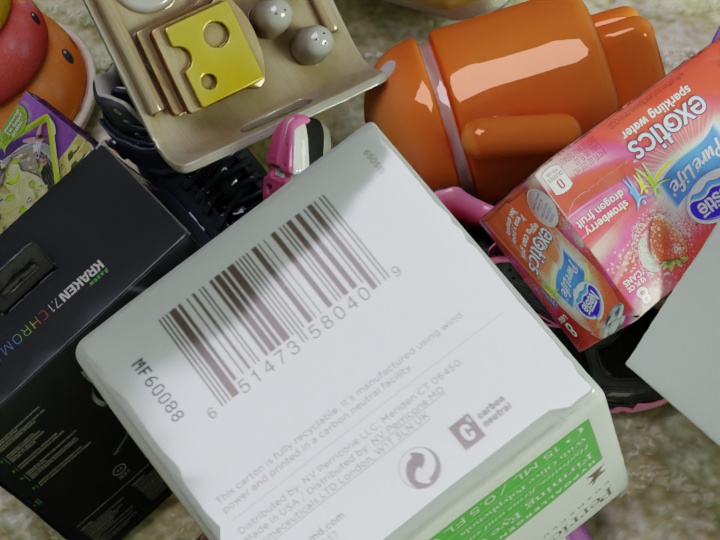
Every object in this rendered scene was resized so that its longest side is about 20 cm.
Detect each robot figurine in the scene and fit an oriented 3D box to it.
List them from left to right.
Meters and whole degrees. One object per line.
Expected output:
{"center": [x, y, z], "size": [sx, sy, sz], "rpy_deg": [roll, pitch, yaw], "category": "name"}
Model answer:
{"center": [0.089, -0.104, 1.366], "size": [0.200, 0.117, 0.144], "rpy_deg": [-17, 55, 2], "category": "robot figurine"}

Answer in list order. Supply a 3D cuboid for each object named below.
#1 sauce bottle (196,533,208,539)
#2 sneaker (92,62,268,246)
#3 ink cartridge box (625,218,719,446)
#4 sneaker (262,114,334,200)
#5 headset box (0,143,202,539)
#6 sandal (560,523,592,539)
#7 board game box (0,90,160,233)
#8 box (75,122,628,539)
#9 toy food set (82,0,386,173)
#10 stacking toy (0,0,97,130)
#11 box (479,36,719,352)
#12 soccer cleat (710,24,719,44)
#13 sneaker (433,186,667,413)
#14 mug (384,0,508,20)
{"center": [-0.053, 0.234, 1.207], "size": [0.066, 0.066, 0.200], "rpy_deg": [-14, 56, 3], "category": "sauce bottle"}
{"center": [-0.091, -0.060, 1.364], "size": [0.077, 0.146, 0.202], "rpy_deg": [-37, 58, -15], "category": "sneaker"}
{"center": [0.277, 0.054, 1.169], "size": [0.200, 0.145, 0.145], "rpy_deg": [44, 112, 31], "category": "ink cartridge box"}
{"center": [0.000, 0.000, 1.304], "size": [0.087, 0.074, 0.200], "rpy_deg": [-15, 98, -13], "category": "sneaker"}
{"center": [-0.152, 0.049, 1.255], "size": [0.174, 0.200, 0.093], "rpy_deg": [-43, 58, -4], "category": "headset box"}
{"center": [0.103, 0.095, 1.253], "size": [0.050, 0.082, 0.203], "rpy_deg": [-31, 66, 14], "category": "sandal"}
{"center": [-0.221, 0.001, 1.373], "size": [0.120, 0.032, 0.200], "rpy_deg": [37, 97, 27], "category": "board game box"}
{"center": [0.001, 0.077, 1.149], "size": [0.199, 0.171, 0.200], "rpy_deg": [-37, 68, -3], "category": "box"}
{"center": [-0.087, -0.174, 1.301], "size": [0.143, 0.060, 0.200], "rpy_deg": [-27, 95, -18], "category": "toy food set"}
{"center": [-0.266, -0.161, 1.436], "size": [0.146, 0.200, 0.146], "rpy_deg": [-6, 56, 9], "category": "stacking toy"}
{"center": [0.181, -0.054, 1.246], "size": [0.200, 0.095, 0.100], "rpy_deg": [-36, 87, -22], "category": "box"}
{"center": [0.227, -0.087, 1.350], "size": [0.068, 0.073, 0.200], "rpy_deg": [10, 59, 19], "category": "soccer cleat"}
{"center": [0.110, 0.012, 1.299], "size": [0.200, 0.095, 0.079], "rpy_deg": [29, 66, 26], "category": "sneaker"}
{"center": [0.029, -0.232, 1.448], "size": [0.153, 0.150, 0.187], "rpy_deg": [27, 39, 17], "category": "mug"}
